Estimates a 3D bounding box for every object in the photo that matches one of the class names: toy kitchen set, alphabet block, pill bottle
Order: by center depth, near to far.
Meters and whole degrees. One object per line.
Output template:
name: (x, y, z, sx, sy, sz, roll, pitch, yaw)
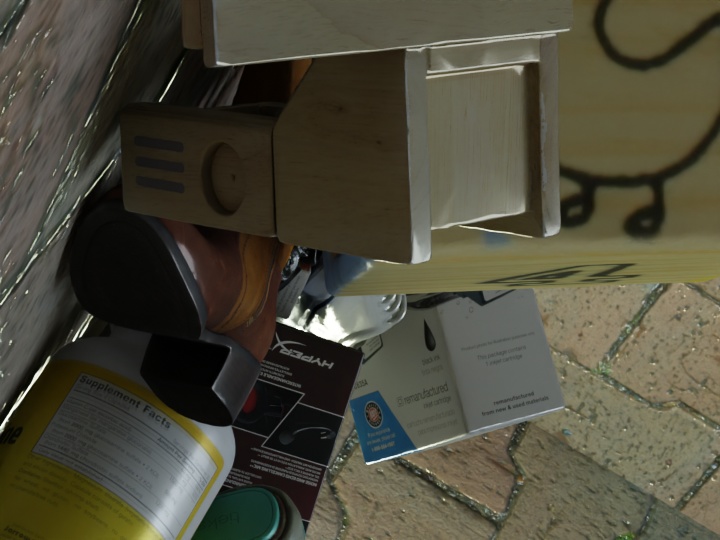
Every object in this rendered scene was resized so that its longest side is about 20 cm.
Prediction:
toy kitchen set: (-0.042, -0.110, 0.774, 0.162, 0.180, 0.202, -10, 104, -40)
alphabet block: (0.084, -0.091, 0.975, 0.196, 0.198, 0.197, 153, -66, -83)
pill bottle: (-0.133, 0.107, 1.081, 0.201, 0.112, 0.112, -60, 180, -27)

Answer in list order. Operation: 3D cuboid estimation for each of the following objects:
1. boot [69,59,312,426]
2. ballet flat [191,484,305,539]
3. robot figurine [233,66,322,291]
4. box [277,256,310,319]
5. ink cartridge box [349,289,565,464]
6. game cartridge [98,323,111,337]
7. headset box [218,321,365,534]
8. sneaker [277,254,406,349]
boot: (-0.058, -0.051, 1.011, 0.201, 0.068, 0.189, -69, 153, -24)
ballet flat: (-0.126, 0.164, 1.149, 0.064, 0.198, 0.068, 74, 8, -51)
robot figurine: (-0.037, -0.084, 1.180, 0.201, 0.058, 0.145, -59, 151, -15)
box: (-0.054, -0.046, 1.307, 0.201, 0.038, 0.042, -91, -156, -55)
ink cartridge box: (0.043, 0.015, 1.405, 0.085, 0.201, 0.146, -13, 174, -30)
game cartridge: (-0.151, 0.126, 1.250, 0.201, 0.041, 0.134, -63, -144, 31)
headset box: (-0.078, 0.127, 1.258, 0.149, 0.075, 0.201, -166, -86, -75)
sneaker: (0.000, 0.000, 1.299, 0.200, 0.070, 0.073, 129, -20, -73)
